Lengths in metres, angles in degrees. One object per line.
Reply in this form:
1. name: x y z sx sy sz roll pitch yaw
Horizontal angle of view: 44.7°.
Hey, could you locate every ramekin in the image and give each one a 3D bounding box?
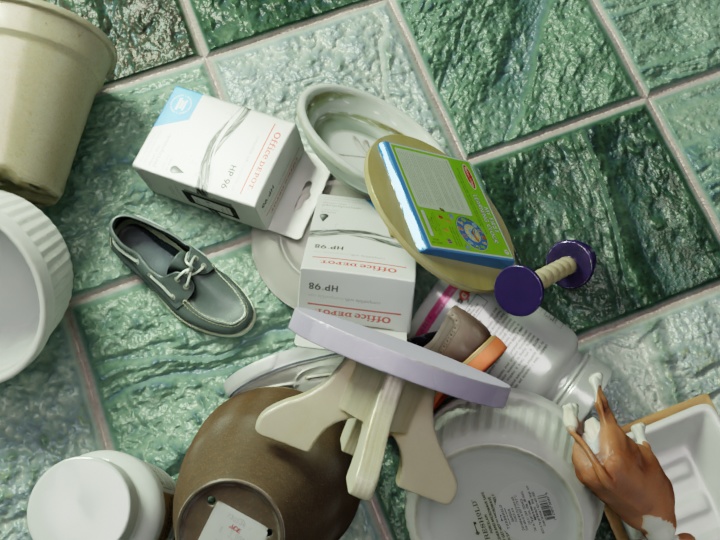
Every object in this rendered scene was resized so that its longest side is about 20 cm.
1. ramekin: -0.398 0.010 0.909 0.199 0.105 0.201 2 109 6
2. ramekin: 0.135 0.223 0.848 0.199 0.105 0.201 2 100 13

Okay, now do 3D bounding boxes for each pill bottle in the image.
1. pill bottle: -0.239 0.232 0.834 0.114 0.200 0.115 0 72 -1
2. pill bottle: 0.158 0.084 0.934 0.200 0.113 0.113 37 75 11

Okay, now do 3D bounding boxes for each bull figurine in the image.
1. bull figurine: 0.241 0.184 0.795 0.065 0.200 0.122 -26 46 16

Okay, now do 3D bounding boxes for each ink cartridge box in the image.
1. ink cartridge box: 0.000 0.000 0.903 0.115 0.067 0.200 6 32 0
2. ink cartridge box: -0.142 -0.124 1.009 0.199 0.068 0.116 19 72 13

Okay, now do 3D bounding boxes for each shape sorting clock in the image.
1. shape sorting clock: 0.083 -0.060 0.911 0.199 0.039 0.200 24 42 -23

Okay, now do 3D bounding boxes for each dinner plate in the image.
1. dinner plate: -0.029 -0.042 1.021 0.199 0.024 0.201 0 73 0

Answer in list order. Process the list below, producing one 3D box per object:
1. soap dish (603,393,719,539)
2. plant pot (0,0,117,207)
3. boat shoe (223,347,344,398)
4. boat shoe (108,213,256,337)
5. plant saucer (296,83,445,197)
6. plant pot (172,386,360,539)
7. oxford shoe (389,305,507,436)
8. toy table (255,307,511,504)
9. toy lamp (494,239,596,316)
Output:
1. soap dish: 0.328 0.248 0.900 0.157 0.081 0.201 -20 73 -7
2. plant pot: -0.384 -0.175 0.973 0.200 0.200 0.184 5 77 1
3. boat shoe: -0.045 0.119 0.946 0.199 0.072 0.066 -13 69 -13
4. boat shoe: -0.204 0.004 0.982 0.200 0.062 0.073 37 75 10
5. plant saucer: 0.010 -0.135 1.004 0.200 0.050 0.200 23 34 -16
6. plant pot: -0.098 0.217 0.815 0.186 0.200 0.188 0 91 5
7. oxford shoe: 0.065 0.104 0.895 0.073 0.200 0.071 48 40 6
8. toy table: 0.017 0.120 0.763 0.199 0.184 0.118 22 91 7
9. toy lamp: 0.204 0.003 0.934 0.058 0.200 0.058 7 103 33
